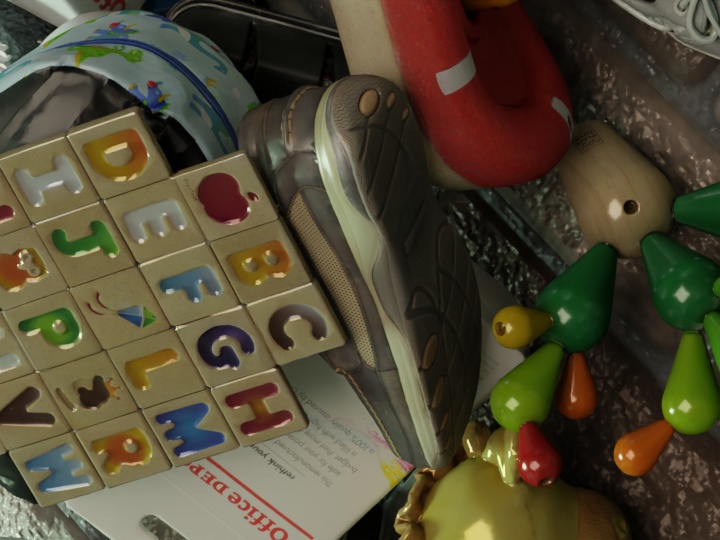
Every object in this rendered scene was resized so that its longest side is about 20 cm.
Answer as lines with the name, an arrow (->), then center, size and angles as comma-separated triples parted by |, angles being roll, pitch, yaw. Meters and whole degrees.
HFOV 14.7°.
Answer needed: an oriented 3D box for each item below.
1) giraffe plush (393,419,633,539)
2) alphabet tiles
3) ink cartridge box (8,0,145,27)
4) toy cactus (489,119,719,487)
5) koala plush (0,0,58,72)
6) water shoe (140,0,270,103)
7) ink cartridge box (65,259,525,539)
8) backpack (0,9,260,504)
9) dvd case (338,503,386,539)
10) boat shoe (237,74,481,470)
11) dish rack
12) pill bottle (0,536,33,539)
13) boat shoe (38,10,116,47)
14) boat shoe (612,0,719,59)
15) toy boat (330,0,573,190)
giraffe plush -> 0.070, 0.159, 1.262 | 0.172, 0.200, 0.163 | -25, 52, 33
alphabet tiles -> -0.116, 0.020, 1.183 | 0.200, 0.006, 0.167 | -18, 117, 18
ink cartridge box -> -0.114, -0.223, 1.295 | 0.084, 0.145, 0.200 | 31, 81, 23
toy cactus -> 0.128, -0.006, 1.225 | 0.200, 0.102, 0.165 | -38, 49, 7
koala plush -> -0.211, -0.084, 1.403 | 0.200, 0.177, 0.184 | -9, 75, 36
water shoe -> -0.080, -0.149, 1.369 | 0.200, 0.071, 0.079 | 48, 112, 18
ink cartridge box -> -0.033, 0.059, 1.297 | 0.117, 0.067, 0.200 | 40, 108, -20
backpack -> -0.128, -0.024, 1.234 | 0.163, 0.154, 0.200 | 42, 133, 3
dvd case -> -0.037, 0.209, 1.305 | 0.025, 0.200, 0.151 | 27, 110, -4
boat shoe -> 0.000, 0.000, 1.202 | 0.073, 0.075, 0.200 | 2, 127, 26
dish rack -> -0.041, -0.018, 1.327 | 0.153, 0.055, 0.200 | 15, 114, -7
pill bottle -> -0.192, 0.247, 1.447 | 0.113, 0.113, 0.201 | 17, 103, 30
boat shoe -> -0.139, -0.034, 1.338 | 0.057, 0.068, 0.200 | 55, 138, 34
boat shoe -> 0.127, -0.149, 1.239 | 0.202, 0.065, 0.075 | 37, 112, 25
toy boat -> 0.059, -0.133, 1.201 | 0.130, 0.131, 0.200 | -7, 120, 17
